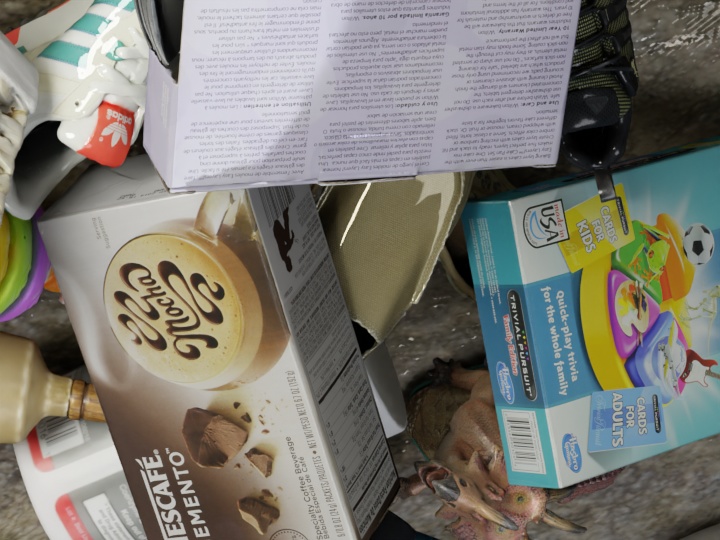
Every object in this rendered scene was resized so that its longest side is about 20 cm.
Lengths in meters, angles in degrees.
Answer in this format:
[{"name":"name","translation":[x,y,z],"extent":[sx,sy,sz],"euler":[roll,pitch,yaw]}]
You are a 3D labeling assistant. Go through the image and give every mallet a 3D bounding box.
[{"name":"mallet","translation":[-0.008,0.157,1.472],"extent":[0.066,0.041,0.200],"euler":[-60,171,-2]}]

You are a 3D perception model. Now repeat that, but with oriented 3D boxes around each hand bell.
[{"name":"hand bell","translation":[-0.142,0.069,1.428],"extent":[0.199,0.104,0.104],"euler":[8,141,-3]}]

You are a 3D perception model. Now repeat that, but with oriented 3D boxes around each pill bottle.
[{"name":"pill bottle","translation":[-0.082,0.083,1.509],"extent":[0.199,0.114,0.114],"euler":[-23,144,9]}]

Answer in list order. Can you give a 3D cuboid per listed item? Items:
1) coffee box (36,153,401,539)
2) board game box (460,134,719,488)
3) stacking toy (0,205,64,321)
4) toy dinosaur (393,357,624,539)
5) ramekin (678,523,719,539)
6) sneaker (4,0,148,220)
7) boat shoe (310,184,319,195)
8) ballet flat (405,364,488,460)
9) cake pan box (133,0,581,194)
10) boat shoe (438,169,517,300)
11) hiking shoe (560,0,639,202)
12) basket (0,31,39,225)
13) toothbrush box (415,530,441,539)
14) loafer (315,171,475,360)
[{"name":"coffee box","translation":[-0.066,0.043,1.330],"extent":[0.113,0.080,0.201],"euler":[-9,110,21]},{"name":"board game box","translation":[0.155,0.016,1.443],"extent":[0.200,0.152,0.047],"euler":[-16,-171,-34]},{"name":"stacking toy","translation":[-0.195,-0.010,1.370],"extent":[0.200,0.110,0.116],"euler":[9,128,-48]},{"name":"toy dinosaur","translation":[0.098,0.103,1.494],"extent":[0.200,0.135,0.086],"euler":[-19,122,-30]},{"name":"ramekin","translation":[0.269,0.257,1.884],"extent":[0.199,0.105,0.200],"euler":[-10,143,-8]},{"name":"sneaker","translation":[-0.108,-0.098,1.277],"extent":[0.200,0.094,0.070],"euler":[-36,140,25]},{"name":"boat shoe","translation":[-0.065,-0.040,1.402],"extent":[0.067,0.072,0.200],"euler":[23,131,-8]},{"name":"ballet flat","translation":[0.125,0.074,1.620],"extent":[0.199,0.065,0.071],"euler":[-23,143,8]},{"name":"cake pan box","translation":[0.002,-0.128,1.181],"extent":[0.199,0.052,0.185],"euler":[-6,118,-19]},{"name":"boat shoe","translation":[0.074,-0.010,1.491],"extent":[0.073,0.063,0.200],"euler":[-29,143,16]},{"name":"hiking shoe","translation":[0.106,-0.121,1.324],"extent":[0.076,0.101,0.200],"euler":[-20,144,5]},{"name":"basket","translation":[-0.263,-0.052,1.208],"extent":[0.199,0.124,0.136],"euler":[-11,148,27]},{"name":"toothbrush box","translation":[-0.053,0.195,1.629],"extent":[0.199,0.086,0.146],"euler":[3,-176,-27]},{"name":"loafer","translation":[0.000,0.000,1.378],"extent":[0.076,0.067,0.200],"euler":[23,117,-8]}]
